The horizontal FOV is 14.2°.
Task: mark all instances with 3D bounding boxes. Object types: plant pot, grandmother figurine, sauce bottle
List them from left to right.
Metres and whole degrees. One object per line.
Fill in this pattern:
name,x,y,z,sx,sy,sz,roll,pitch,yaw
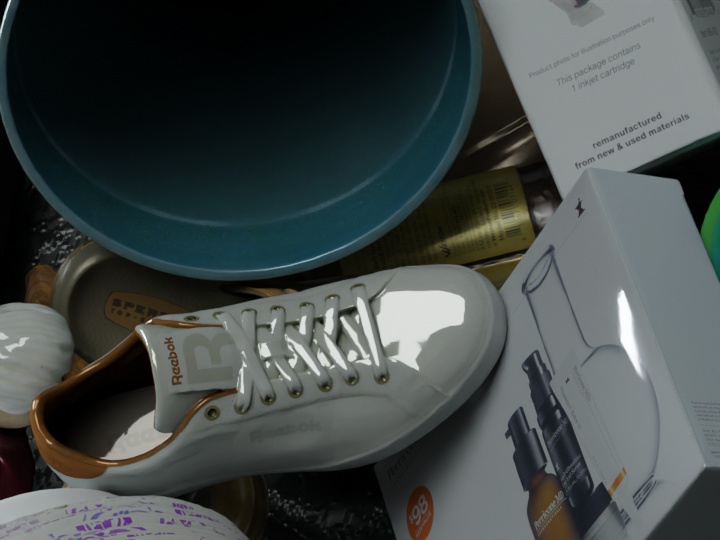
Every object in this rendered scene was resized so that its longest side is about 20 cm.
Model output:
grandmother figurine,-0.170,0.095,1.251,0.060,0.201,0.121,-10,45,-41
plant pot,-0.056,-0.129,1.253,0.199,0.201,0.188,-20,33,7
sauce bottle,0.000,0.000,1.303,0.199,0.065,0.065,-12,54,1

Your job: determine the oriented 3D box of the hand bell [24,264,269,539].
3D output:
hand bell,-0.123,0.057,1.328,0.104,0.104,0.200,-31,41,-1

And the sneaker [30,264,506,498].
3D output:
sneaker,-0.039,0.045,1.164,0.199,0.085,0.073,-22,67,9

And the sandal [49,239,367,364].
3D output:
sandal,-0.037,0.034,1.246,0.199,0.054,0.081,14,96,-5

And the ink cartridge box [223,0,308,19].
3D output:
ink cartridge box,-0.065,-0.180,1.425,0.199,0.050,0.162,2,62,16

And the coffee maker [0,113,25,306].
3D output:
coffee maker,-0.214,-0.010,1.368,0.191,0.135,0.201,-7,54,14

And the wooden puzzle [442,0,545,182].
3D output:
wooden puzzle,-0.004,-0.081,1.397,0.185,0.037,0.200,-30,57,0

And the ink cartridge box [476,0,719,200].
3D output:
ink cartridge box,0.100,-0.141,1.245,0.083,0.145,0.201,-24,88,21

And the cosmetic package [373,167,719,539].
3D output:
cosmetic package,0.085,0.081,1.164,0.051,0.200,0.151,8,45,-27

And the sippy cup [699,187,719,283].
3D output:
sippy cup,0.215,0.023,1.180,0.139,0.130,0.179,-2,57,18

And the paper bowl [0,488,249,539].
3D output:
paper bowl,-0.125,0.169,1.169,0.200,0.201,0.104,-32,52,-2
